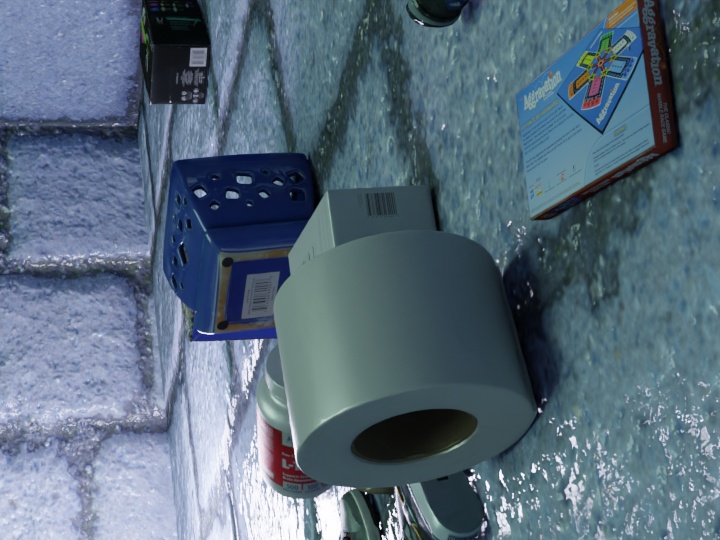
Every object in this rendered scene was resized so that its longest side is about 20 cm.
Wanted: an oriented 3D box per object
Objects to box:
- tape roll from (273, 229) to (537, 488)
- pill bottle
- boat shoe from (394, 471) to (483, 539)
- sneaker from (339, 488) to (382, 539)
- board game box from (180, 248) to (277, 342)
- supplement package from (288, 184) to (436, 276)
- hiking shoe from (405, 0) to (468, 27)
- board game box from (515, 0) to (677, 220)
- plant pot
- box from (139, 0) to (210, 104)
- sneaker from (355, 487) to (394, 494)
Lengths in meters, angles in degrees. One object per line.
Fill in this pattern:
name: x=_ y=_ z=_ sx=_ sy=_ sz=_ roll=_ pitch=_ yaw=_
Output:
tape roll: x=0.033 y=0.078 z=1.021 sx=0.204 sy=0.199 sz=0.141 roll=113 pitch=150 yaw=-55
pill bottle: x=-0.074 y=0.182 z=1.521 sx=0.202 sy=0.110 sz=0.113 roll=92 pitch=166 yaw=-44
boat shoe: x=0.054 y=0.197 z=1.185 sx=0.092 sy=0.070 sz=0.202 roll=109 pitch=152 yaw=-42
sneaker: x=-0.034 y=0.357 z=1.430 sx=0.084 sy=0.119 sz=0.203 roll=113 pitch=150 yaw=-56
board game box: x=-0.197 y=0.009 z=1.891 sx=0.201 sy=0.157 sz=0.098 roll=-114 pitch=28 yaw=-51
supplement package: x=0.000 y=0.000 z=1.280 sx=0.200 sy=0.112 sz=0.111 roll=131 pitch=134 yaw=-66
hiking shoe: x=0.070 y=-0.325 z=1.098 sx=0.087 sy=0.073 sz=0.203 roll=-27 pitch=76 yaw=64
board game box: x=0.162 y=-0.109 z=0.871 sx=0.200 sy=0.019 sz=0.105 roll=145 pitch=120 yaw=-71
plant pot: x=-0.154 y=-0.029 z=1.687 sx=0.181 sy=0.197 sz=0.202 roll=-118 pitch=30 yaw=-44
box: x=-0.396 y=-0.467 z=2.594 sx=0.201 sy=0.122 sz=0.150 roll=-111 pitch=25 yaw=-46
sneaker: x=0.002 y=0.181 z=1.372 sx=0.200 sy=0.069 sz=0.077 roll=-136 pitch=47 yaw=-67
